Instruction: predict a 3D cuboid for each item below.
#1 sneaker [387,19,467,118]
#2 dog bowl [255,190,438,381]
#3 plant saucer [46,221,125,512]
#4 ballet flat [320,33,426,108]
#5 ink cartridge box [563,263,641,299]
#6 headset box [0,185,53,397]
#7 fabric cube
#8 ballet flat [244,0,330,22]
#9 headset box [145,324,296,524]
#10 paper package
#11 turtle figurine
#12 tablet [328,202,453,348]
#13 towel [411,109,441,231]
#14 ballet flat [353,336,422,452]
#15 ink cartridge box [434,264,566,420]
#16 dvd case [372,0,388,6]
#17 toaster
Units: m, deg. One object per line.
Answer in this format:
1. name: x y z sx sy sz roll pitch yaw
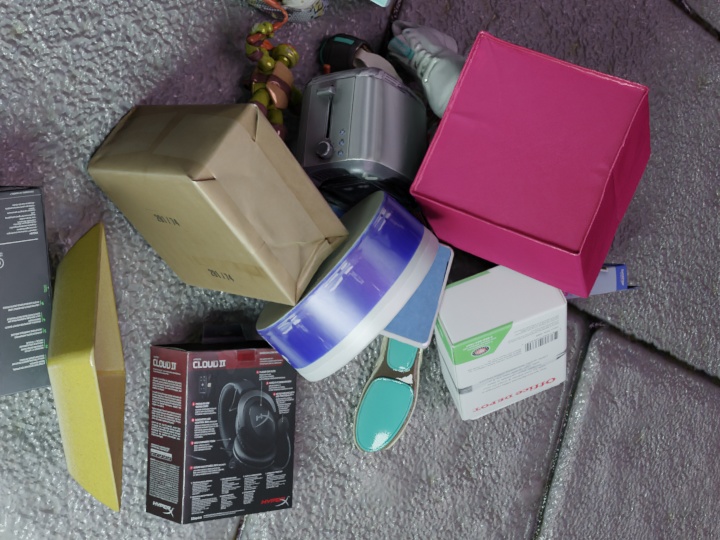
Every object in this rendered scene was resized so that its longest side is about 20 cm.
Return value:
1. sneaker: 0.073 -0.240 1.540 0.088 0.200 0.075 29 107 -20
2. dog bowl: -0.015 0.015 1.381 0.079 0.200 0.200 42 64 -10
3. plant saucer: -0.256 0.090 1.247 0.048 0.200 0.201 -5 128 -5
4. ballet flat: 0.031 -0.201 1.565 0.200 0.068 0.068 41 65 -36
5. ink cartridge box: 0.264 0.013 1.755 0.199 0.119 0.042 -4 94 -41
6. headset box: -0.374 0.031 1.203 0.174 0.093 0.201 -12 101 -41
7. fabric cube: 0.191 -0.112 1.453 0.201 0.195 0.199 -65 162 -7
8. ballet flat: -0.095 -0.315 1.445 0.200 0.072 0.072 10 87 -42
9. headset box: -0.147 0.159 1.427 0.148 0.077 0.201 -1 93 -42
10. paper package: -0.143 -0.069 1.333 0.104 0.199 0.191 -54 125 -24
11. turtle figurine: -0.101 -0.197 1.444 0.200 0.064 0.162 56 40 -48
12. tablet: 0.000 0.000 1.510 0.199 0.014 0.131 19 67 -6
13. towel: 0.114 -0.156 1.640 0.200 0.023 0.144 -57 151 -23
14. ballet flat: 0.046 0.126 1.604 0.062 0.067 0.201 6 103 -80
15. ink cartridge box: 0.168 0.083 1.605 0.145 0.084 0.200 -21 148 -5
16. dvd case: 0.054 -0.363 1.481 0.022 0.200 0.146 27 101 -4
17. toaster: 0.010 -0.138 1.465 0.200 0.113 0.130 24 65 -56
